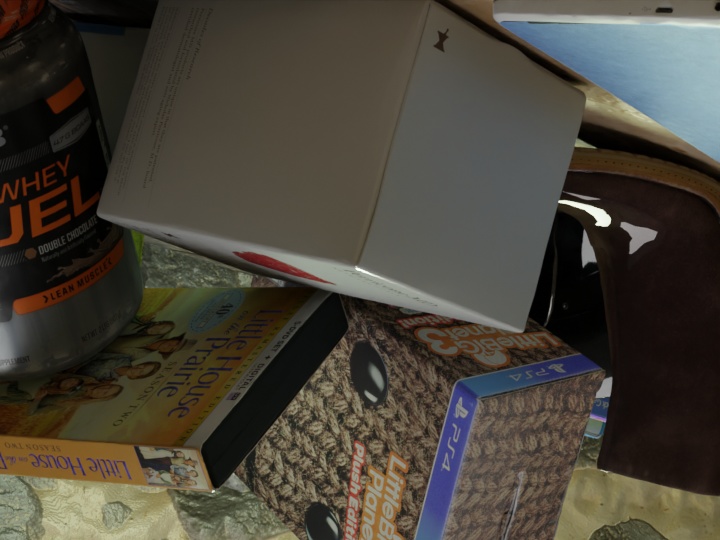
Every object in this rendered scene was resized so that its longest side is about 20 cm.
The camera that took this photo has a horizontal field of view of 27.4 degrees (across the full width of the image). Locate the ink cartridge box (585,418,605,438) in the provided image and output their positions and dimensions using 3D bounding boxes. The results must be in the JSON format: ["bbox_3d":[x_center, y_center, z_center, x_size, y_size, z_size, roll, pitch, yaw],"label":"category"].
[{"bbox_3d":[0.139,0.045,1.214,0.083,0.147,0.200,18,175,-18],"label":"ink cartridge box"}]

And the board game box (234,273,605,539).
[{"bbox_3d":[0.021,0.085,0.849,0.096,0.162,0.199,-8,-150,-38],"label":"board game box"}]

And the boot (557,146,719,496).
[{"bbox_3d":[0.158,0.030,0.815,0.198,0.169,0.072,18,178,-27],"label":"boot"}]

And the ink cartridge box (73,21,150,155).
[{"bbox_3d":[-0.087,-0.078,0.914,0.145,0.087,0.199,12,176,41],"label":"ink cartridge box"}]

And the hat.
[{"bbox_3d":[0.121,-0.008,0.935,0.198,0.203,0.081,16,-146,-1],"label":"hat"}]

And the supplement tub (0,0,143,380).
[{"bbox_3d":[-0.190,-0.055,0.770,0.121,0.202,0.123,-7,-149,5],"label":"supplement tub"}]

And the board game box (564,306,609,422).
[{"bbox_3d":[0.144,0.027,1.051,0.198,0.136,0.045,20,174,-33],"label":"board game box"}]

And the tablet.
[{"bbox_3d":[0.157,-0.071,0.600,0.129,0.014,0.199,12,174,43],"label":"tablet"}]

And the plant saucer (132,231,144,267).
[{"bbox_3d":[-0.222,-0.016,1.042,0.048,0.203,0.199,23,144,-33],"label":"plant saucer"}]

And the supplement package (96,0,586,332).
[{"bbox_3d":[-0.014,-0.055,0.716,0.120,0.121,0.199,21,173,-43],"label":"supplement package"}]

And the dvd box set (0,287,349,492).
[{"bbox_3d":[-0.123,0.057,0.788,0.198,0.030,0.146,0,-149,32],"label":"dvd box set"}]
